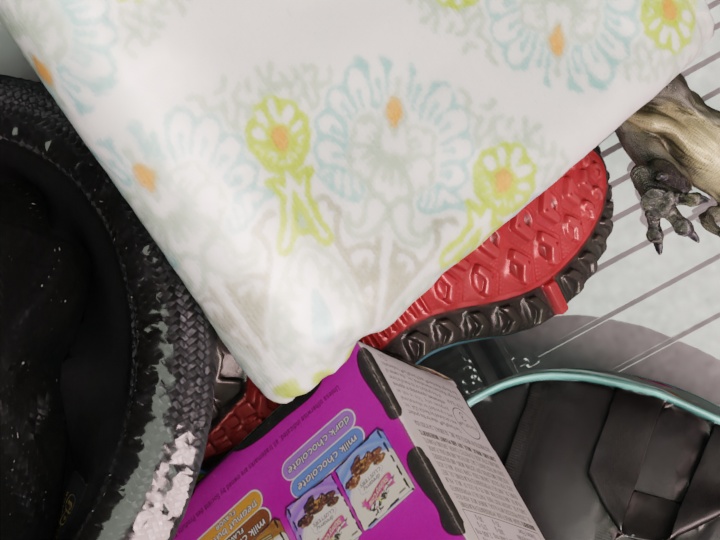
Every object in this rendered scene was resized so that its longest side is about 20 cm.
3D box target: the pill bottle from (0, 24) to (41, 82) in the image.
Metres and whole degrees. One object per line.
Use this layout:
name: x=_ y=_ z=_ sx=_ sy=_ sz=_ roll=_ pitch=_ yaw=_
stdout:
pill bottle: x=-0.191 y=-0.027 z=0.800 sx=0.120 sy=0.120 sz=0.200 roll=36 pitch=100 yaw=3

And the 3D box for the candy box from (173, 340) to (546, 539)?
candy box: x=0.009 y=0.142 z=0.672 sx=0.136 sy=0.061 sz=0.200 roll=-43 pitch=53 yaw=20

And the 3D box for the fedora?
fedora: x=-0.125 y=0.040 z=0.725 sx=0.200 sy=0.092 sz=0.201 roll=-2 pitch=82 yaw=12

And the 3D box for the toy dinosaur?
toy dinosaur: x=0.102 y=-0.055 z=0.789 sx=0.200 sy=0.088 sz=0.047 roll=37 pitch=114 yaw=4

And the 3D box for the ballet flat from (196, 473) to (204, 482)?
ballet flat: x=-0.068 y=0.137 z=0.836 sx=0.067 sy=0.067 sz=0.200 roll=19 pitch=93 yaw=26

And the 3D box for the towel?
towel: x=0.000 y=-0.086 z=0.680 sx=0.200 sy=0.048 sz=0.171 roll=-39 pitch=101 yaw=-21

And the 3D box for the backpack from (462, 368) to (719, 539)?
backpack: x=0.080 y=0.132 z=0.766 sx=0.176 sy=0.153 sz=0.200 roll=20 pitch=98 yaw=13

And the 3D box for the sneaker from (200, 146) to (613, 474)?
sneaker: x=0.000 y=0.000 z=0.799 sx=0.200 sy=0.095 sz=0.079 roll=-31 pitch=108 yaw=-23
